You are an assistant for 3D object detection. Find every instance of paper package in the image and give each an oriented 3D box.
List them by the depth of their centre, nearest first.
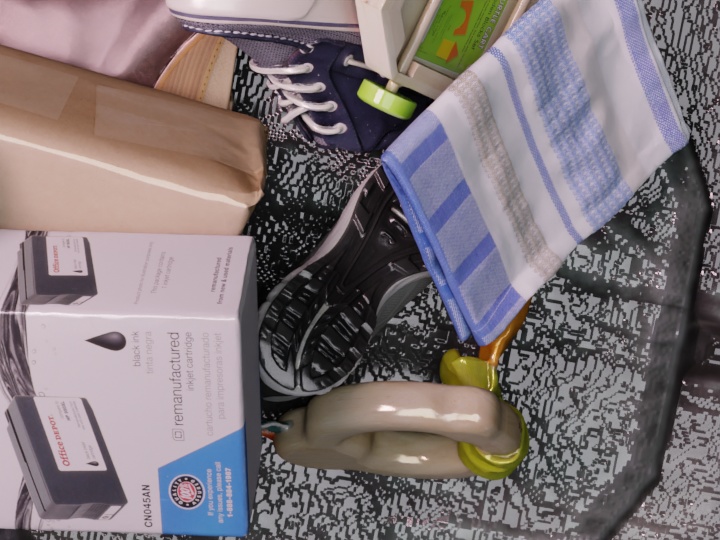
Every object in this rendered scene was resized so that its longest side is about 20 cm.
[{"bbox_3d":[-0.171,-0.012,1.362,0.200,0.104,0.191,16,119,-6],"label":"paper package"}]

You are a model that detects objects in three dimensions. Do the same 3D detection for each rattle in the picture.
[{"bbox_3d":[-0.002,0.055,1.428,0.200,0.130,0.143,-2,86,24],"label":"rattle"}]

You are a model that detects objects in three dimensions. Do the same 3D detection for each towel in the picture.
[{"bbox_3d":[0.103,-0.069,1.370,0.200,0.024,0.147,-43,128,-24],"label":"towel"}]

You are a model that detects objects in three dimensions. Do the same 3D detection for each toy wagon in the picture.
[{"bbox_3d":[0.079,-0.147,1.373,0.200,0.040,0.155,18,102,-50],"label":"toy wagon"}]

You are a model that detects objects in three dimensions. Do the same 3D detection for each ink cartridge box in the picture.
[{"bbox_3d":[-0.156,0.059,1.295,0.200,0.084,0.145,1,122,3],"label":"ink cartridge box"}]

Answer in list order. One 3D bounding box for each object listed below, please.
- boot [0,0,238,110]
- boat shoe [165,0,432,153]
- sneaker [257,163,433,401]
[{"bbox_3d":[-0.147,-0.160,1.388,0.166,0.072,0.200,8,100,-6],"label":"boot"},{"bbox_3d":[-0.028,-0.112,1.360,0.200,0.075,0.093,0,104,-42],"label":"boat shoe"},{"bbox_3d":[0.000,0.000,1.401,0.074,0.079,0.200,48,63,-3],"label":"sneaker"}]
